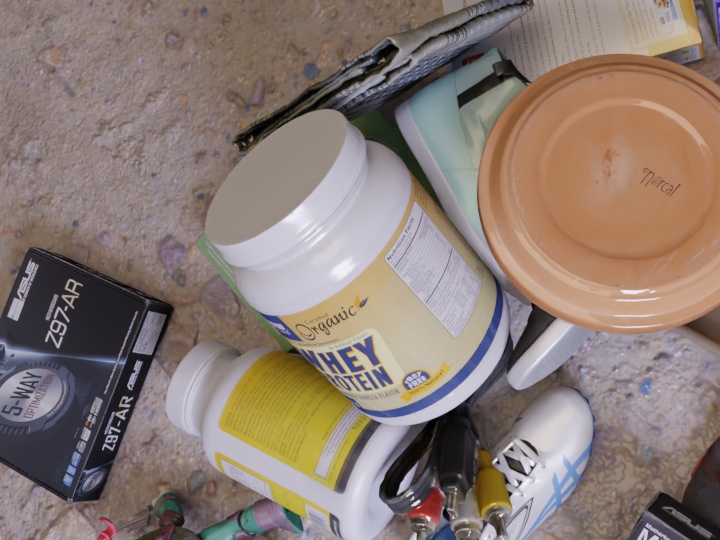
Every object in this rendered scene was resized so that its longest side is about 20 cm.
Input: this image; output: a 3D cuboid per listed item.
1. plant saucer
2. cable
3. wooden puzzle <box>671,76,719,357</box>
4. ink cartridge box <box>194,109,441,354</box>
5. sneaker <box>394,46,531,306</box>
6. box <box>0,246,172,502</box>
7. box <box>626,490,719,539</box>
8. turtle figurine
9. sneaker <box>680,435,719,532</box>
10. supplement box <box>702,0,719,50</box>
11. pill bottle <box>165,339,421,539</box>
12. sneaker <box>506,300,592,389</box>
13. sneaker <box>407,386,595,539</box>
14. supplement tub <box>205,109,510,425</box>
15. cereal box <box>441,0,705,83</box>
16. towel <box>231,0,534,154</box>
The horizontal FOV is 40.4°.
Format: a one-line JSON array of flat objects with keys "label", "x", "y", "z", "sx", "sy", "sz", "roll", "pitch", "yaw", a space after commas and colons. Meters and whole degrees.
[{"label": "plant saucer", "x": 0.179, "y": -0.058, "z": 0.664, "sx": 0.199, "sy": 0.032, "sz": 0.202, "roll": -2, "pitch": 73, "yaw": 6}, {"label": "cable", "x": 0.073, "y": 0.125, "z": 0.747, "sx": 0.096, "sy": 0.051, "sz": 0.201, "roll": -12, "pitch": 37, "yaw": 24}, {"label": "wooden puzzle", "x": 0.293, "y": -0.030, "z": 0.701, "sx": 0.185, "sy": 0.046, "sz": 0.201, "roll": 34, "pitch": 90, "yaw": 41}, {"label": "ink cartridge box", "x": -0.034, "y": -0.046, "z": 0.860, "sx": 0.200, "sy": 0.048, "sz": 0.146, "roll": -48, "pitch": 66, "yaw": 11}, {"label": "sneaker", "x": 0.122, "y": -0.076, "z": 0.764, "sx": 0.118, "sy": 0.074, "sz": 0.201, "roll": -34, "pitch": 82, "yaw": 22}, {"label": "box", "x": -0.286, "y": 0.097, "z": 0.942, "sx": 0.159, "sy": 0.043, "sz": 0.201, "roll": 22, "pitch": 89, "yaw": 25}, {"label": "box", "x": 0.247, "y": 0.273, "z": 0.656, "sx": 0.199, "sy": 0.044, "sz": 0.161, "roll": 32, "pitch": 112, "yaw": 25}, {"label": "turtle figurine", "x": -0.147, "y": 0.255, "z": 0.828, "sx": 0.199, "sy": 0.101, "sz": 0.151, "roll": -16, "pitch": 74, "yaw": 14}, {"label": "sneaker", "x": 0.284, "y": 0.127, "z": 0.672, "sx": 0.077, "sy": 0.082, "sz": 0.201, "roll": 38, "pitch": 96, "yaw": 24}, {"label": "supplement box", "x": 0.345, "y": -0.252, "z": 0.707, "sx": 0.199, "sy": 0.101, "sz": 0.104, "roll": -17, "pitch": 74, "yaw": 20}, {"label": "pill bottle", "x": -0.058, "y": 0.130, "z": 0.801, "sx": 0.199, "sy": 0.112, "sz": 0.113, "roll": 23, "pitch": 89, "yaw": 25}, {"label": "sneaker", "x": 0.144, "y": -0.014, "z": 0.710, "sx": 0.099, "sy": 0.071, "sz": 0.201, "roll": 35, "pitch": 84, "yaw": 21}, {"label": "sneaker", "x": 0.106, "y": 0.172, "z": 0.746, "sx": 0.072, "sy": 0.072, "sz": 0.200, "roll": 41, "pitch": 96, "yaw": 26}, {"label": "supplement tub", "x": 0.000, "y": 0.000, "z": 0.692, "sx": 0.144, "sy": 0.200, "sz": 0.145, "roll": -29, "pitch": 33, "yaw": 22}, {"label": "cereal box", "x": 0.168, "y": -0.218, "z": 0.809, "sx": 0.199, "sy": 0.039, "sz": 0.145, "roll": -12, "pitch": 75, "yaw": 22}, {"label": "towel", "x": 0.020, "y": -0.146, "z": 0.750, "sx": 0.192, "sy": 0.200, "sz": 0.035, "roll": -22, "pitch": 97, "yaw": 45}]
